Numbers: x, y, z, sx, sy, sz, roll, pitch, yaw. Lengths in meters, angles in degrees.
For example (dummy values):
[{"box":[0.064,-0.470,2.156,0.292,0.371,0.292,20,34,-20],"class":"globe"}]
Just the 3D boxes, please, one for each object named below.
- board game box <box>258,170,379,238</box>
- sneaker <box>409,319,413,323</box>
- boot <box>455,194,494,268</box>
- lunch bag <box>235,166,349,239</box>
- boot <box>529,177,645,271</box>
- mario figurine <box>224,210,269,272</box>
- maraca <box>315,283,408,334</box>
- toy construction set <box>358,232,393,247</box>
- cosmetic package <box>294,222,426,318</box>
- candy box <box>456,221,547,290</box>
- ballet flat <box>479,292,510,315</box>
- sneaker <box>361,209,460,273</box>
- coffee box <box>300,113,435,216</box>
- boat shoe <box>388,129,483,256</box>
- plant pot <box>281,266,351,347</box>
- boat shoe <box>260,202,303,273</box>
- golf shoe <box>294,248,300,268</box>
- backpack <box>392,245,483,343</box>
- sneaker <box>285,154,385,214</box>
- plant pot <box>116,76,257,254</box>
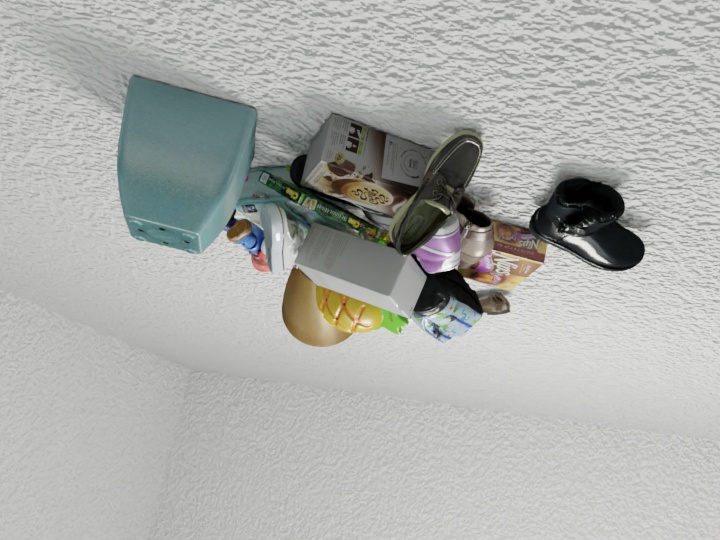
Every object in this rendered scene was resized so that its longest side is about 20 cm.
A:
[{"box":[-0.064,-0.104,1.400,0.104,0.024,0.199,35,-171,40],"class":"board game box"},{"box":[0.147,0.078,2.020,0.078,0.075,0.200,-2,169,-3],"class":"sneaker"},{"box":[0.136,-0.085,1.468,0.198,0.071,0.147,29,151,10],"class":"boot"},{"box":[-0.117,-0.110,1.549,0.158,0.078,0.199,2,161,33],"class":"lunch bag"},{"box":[0.366,-0.067,1.326,0.197,0.078,0.168,20,167,-2],"class":"boot"},{"box":[-0.193,-0.074,1.688,0.104,0.126,0.200,-15,158,17],"class":"mario figurine"},{"box":[0.000,0.059,1.591,0.197,0.107,0.138,12,139,34],"class":"maraca"},{"box":[0.022,0.000,1.698,0.092,0.130,0.202,39,158,38],"class":"toy construction set"},{"box":[0.000,0.000,1.483,0.197,0.086,0.108,18,165,28],"class":"cosmetic package"},{"box":[0.255,-0.025,1.590,0.115,0.057,0.200,15,165,-4],"class":"candy box"},{"box":[0.258,0.073,1.950,0.067,0.047,0.199,-15,-173,-33],"class":"ballet flat"},{"box":[0.082,-0.055,1.446,0.199,0.072,0.116,26,142,40],"class":"sneaker"},{"box":[0.023,-0.148,1.309,0.197,0.081,0.113,17,162,-15],"class":"coffee box"},{"box":[0.111,-0.102,1.230,0.071,0.066,0.202,27,115,-22],"class":"boat shoe"},{"box":[-0.084,0.037,1.879,0.183,0.189,0.201,11,150,5],"class":"plant pot"},{"box":[-0.130,-0.063,1.495,0.066,0.075,0.201,-16,161,-12],"class":"boat shoe"},{"box":[-0.067,-0.057,1.723,0.198,0.093,0.075,1,144,-44],"class":"golf shoe"},{"box":[0.141,0.048,1.602,0.198,0.155,0.164,11,-149,-47],"class":"backpack"},{"box":[-0.023,-0.144,1.414,0.197,0.073,0.083,19,179,-5],"class":"sneaker"},{"box":[-0.276,-0.143,1.340,0.193,0.204,0.196,13,163,-5],"class":"plant pot"}]
